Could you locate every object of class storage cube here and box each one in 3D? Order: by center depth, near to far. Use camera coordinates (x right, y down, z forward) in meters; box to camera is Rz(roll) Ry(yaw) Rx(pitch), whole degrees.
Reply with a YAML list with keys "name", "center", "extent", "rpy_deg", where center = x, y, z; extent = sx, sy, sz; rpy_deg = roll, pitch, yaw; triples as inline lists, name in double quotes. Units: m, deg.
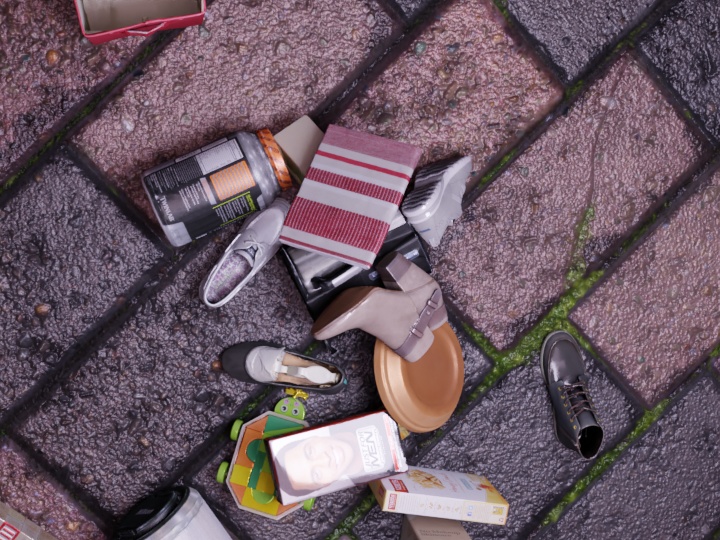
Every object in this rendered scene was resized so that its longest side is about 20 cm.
- name: "storage cube"
  center: [-0.314, -0.420, 1.475]
  extent: [0.170, 0.180, 0.201]
  rpy_deg: [-14, 99, -8]

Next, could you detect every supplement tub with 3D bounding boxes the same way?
- name: "supplement tub"
  center: [-0.209, -0.127, 1.566]
  extent: [0.199, 0.123, 0.123]
  rpy_deg: [-24, 102, -6]

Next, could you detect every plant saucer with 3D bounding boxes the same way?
- name: "plant saucer"
  center: [0.099, 0.148, 1.643]
  extent: [0.200, 0.037, 0.201]
  rpy_deg: [14, 71, -45]

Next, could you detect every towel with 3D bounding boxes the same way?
- name: "towel"
  center: [-0.014, -0.104, 1.483]
  extent: [0.143, 0.023, 0.201]
  rpy_deg: [16, 67, 16]

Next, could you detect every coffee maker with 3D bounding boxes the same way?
- name: "coffee maker"
  center: [0.000, 0.000, 1.631]
  extent: [0.199, 0.135, 0.192]
  rpy_deg: [-27, 139, -4]

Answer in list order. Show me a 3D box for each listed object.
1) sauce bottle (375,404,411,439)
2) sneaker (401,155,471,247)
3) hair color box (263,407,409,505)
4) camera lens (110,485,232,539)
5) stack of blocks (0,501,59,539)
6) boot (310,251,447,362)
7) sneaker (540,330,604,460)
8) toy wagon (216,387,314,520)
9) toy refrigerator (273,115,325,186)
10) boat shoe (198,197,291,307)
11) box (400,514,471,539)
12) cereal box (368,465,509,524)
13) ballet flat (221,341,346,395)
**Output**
- name: "sauce bottle"
  center: [-0.007, 0.282, 1.693]
  extent: [0.200, 0.066, 0.066]
  rpy_deg: [-36, 103, 0]
- name: "sneaker"
  center: [0.120, -0.108, 1.614]
  extent: [0.074, 0.200, 0.082]
  rpy_deg: [-10, 118, 35]
- name: "hair color box"
  center: [-0.037, 0.278, 1.609]
  extent: [0.199, 0.061, 0.102]
  rpy_deg: [-13, 88, -14]
- name: "camera lens"
  center: [-0.270, 0.442, 1.618]
  extent: [0.160, 0.160, 0.200]
  rpy_deg: [-34, 103, -4]
- name: "stack of blocks"
  center: [-0.513, 0.455, 1.628]
  extent: [0.200, 0.059, 0.115]
  rpy_deg: [38, 90, -13]
- name: "boot"
  center: [0.039, 0.075, 1.542]
  extent: [0.200, 0.070, 0.146]
  rpy_deg: [-41, 115, -15]
- name: "sneaker"
  center: [0.349, 0.199, 1.720]
  extent: [0.074, 0.106, 0.201]
  rpy_deg: [-14, 100, -8]
- name: "toy wagon"
  center: [-0.130, 0.278, 1.655]
  extent: [0.154, 0.040, 0.201]
  rpy_deg: [16, 81, 6]
- name: "toy refrigerator"
  center: [-0.045, -0.128, 1.558]
  extent: [0.070, 0.076, 0.200]
  rpy_deg: [-35, 61, -11]
- name: "boat shoe"
  center: [-0.173, -0.026, 1.614]
  extent: [0.200, 0.069, 0.072]
  rpy_deg: [-45, 103, -1]
- name: "box"
  center: [0.126, 0.451, 1.669]
  extent: [0.094, 0.200, 0.078]
  rpy_deg: [5, 97, -11]
- name: "cereal box"
  center: [0.118, 0.349, 1.682]
  extent: [0.199, 0.144, 0.040]
  rpy_deg: [10, 97, -12]
- name: "ballet flat"
  center: [-0.114, 0.148, 1.649]
  extent: [0.199, 0.068, 0.068]
  rpy_deg: [10, 80, -12]
